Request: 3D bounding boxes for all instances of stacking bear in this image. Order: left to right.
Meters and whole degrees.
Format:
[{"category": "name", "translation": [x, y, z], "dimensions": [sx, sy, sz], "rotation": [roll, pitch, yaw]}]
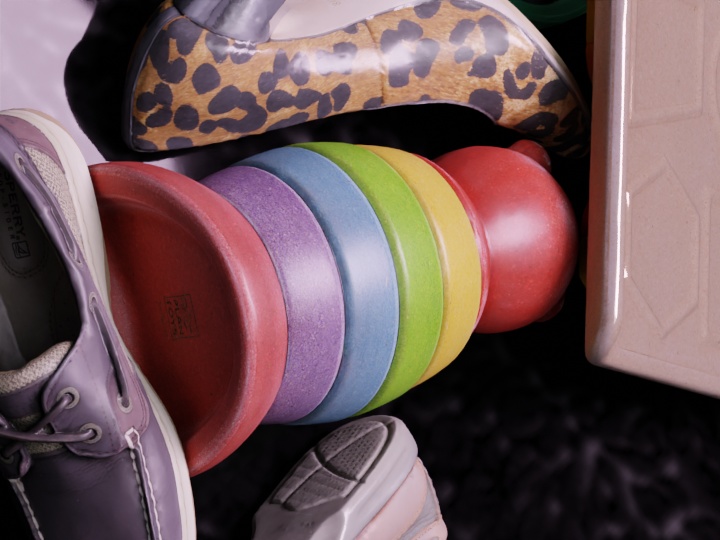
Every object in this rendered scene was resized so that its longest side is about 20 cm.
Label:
[{"category": "stacking bear", "translation": [0.000, 0.000, 1.136], "dimensions": [0.200, 0.114, 0.122], "rotation": [-14, 94, -39]}]

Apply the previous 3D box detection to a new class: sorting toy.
[{"category": "sorting toy", "translation": [0.134, -0.042, 1.232], "dimensions": [0.200, 0.036, 0.186], "rotation": [19, 72, -60]}]

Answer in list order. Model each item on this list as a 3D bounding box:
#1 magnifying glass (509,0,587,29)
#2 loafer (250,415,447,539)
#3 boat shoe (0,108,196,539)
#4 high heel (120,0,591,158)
[{"category": "magnifying glass", "translation": [0.025, -0.145, 1.222], "dimensions": [0.200, 0.022, 0.080], "rotation": [3, 82, -35]}, {"category": "loafer", "translation": [-0.032, 0.141, 1.118], "dimensions": [0.200, 0.072, 0.063], "rotation": [-48, 117, -32]}, {"category": "boat shoe", "translation": [-0.115, 0.039, 1.060], "dimensions": [0.065, 0.072, 0.201], "rotation": [-5, 81, -70]}, {"category": "high heel", "translation": [0.000, -0.066, 1.179], "dimensions": [0.143, 0.071, 0.200], "rotation": [-47, 128, 4]}]
